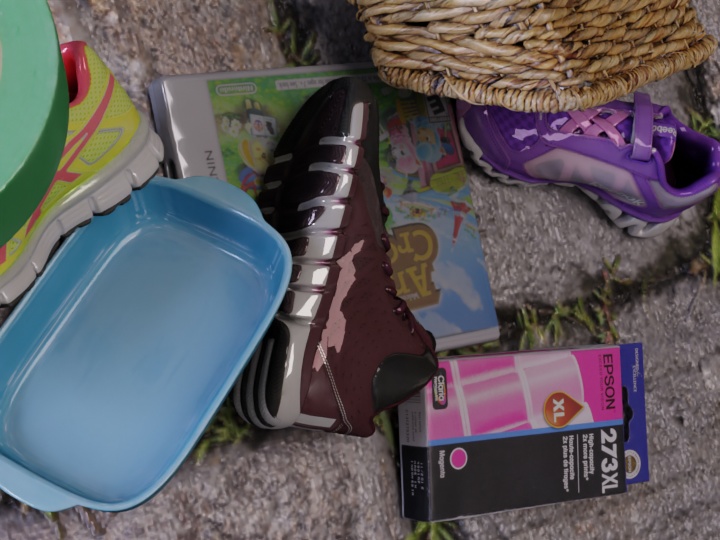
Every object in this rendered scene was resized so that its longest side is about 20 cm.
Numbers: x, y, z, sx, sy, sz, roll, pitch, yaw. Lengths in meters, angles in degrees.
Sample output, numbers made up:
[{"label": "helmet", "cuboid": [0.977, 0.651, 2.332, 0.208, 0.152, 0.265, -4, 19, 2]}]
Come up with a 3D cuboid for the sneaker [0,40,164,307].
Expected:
[{"label": "sneaker", "cuboid": [-0.185, -0.045, 0.770, 0.200, 0.078, 0.090, -50, 132, -41]}]

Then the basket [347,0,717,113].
[{"label": "basket", "cuboid": [0.094, -0.153, 0.938, 0.200, 0.143, 0.149, -28, 92, -51]}]

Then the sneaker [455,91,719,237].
[{"label": "sneaker", "cuboid": [0.155, -0.086, 1.002, 0.200, 0.088, 0.081, 20, 71, -28]}]

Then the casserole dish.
[{"label": "casserole dish", "cuboid": [-0.116, 0.040, 0.801, 0.121, 0.039, 0.200, 25, 65, 15]}]

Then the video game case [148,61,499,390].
[{"label": "video game case", "cuboid": [-0.016, -0.032, 0.920, 0.200, 0.022, 0.182, -9, 85, -34]}]

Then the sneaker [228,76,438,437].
[{"label": "sneaker", "cuboid": [0.000, 0.000, 0.876, 0.115, 0.076, 0.200, 19, 80, -33]}]

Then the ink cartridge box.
[{"label": "ink cartridge box", "cuboid": [0.112, 0.097, 0.963, 0.200, 0.037, 0.095, -2, 90, -35]}]

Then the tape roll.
[{"label": "tape roll", "cuboid": [-0.238, -0.082, 0.718, 0.200, 0.048, 0.201, 2, 66, -4]}]
